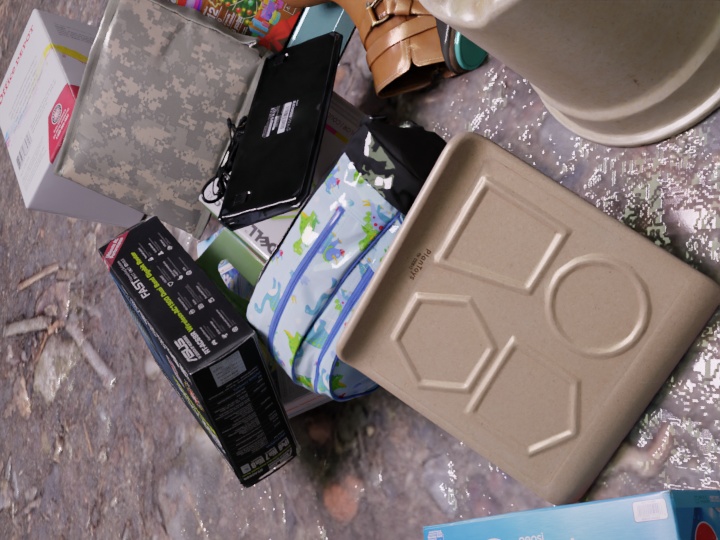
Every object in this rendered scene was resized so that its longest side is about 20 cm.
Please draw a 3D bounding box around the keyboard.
[{"bbox_3d":[-0.064,-0.107,0.778,0.103,0.040,0.202,-12,46,25],"label":"keyboard"}]

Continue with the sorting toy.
[{"bbox_3d":[0.106,0.034,0.644,0.198,0.036,0.187,32,110,6],"label":"sorting toy"}]

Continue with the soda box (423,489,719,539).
[{"bbox_3d":[0.135,0.186,0.627,0.199,0.067,0.065,-22,67,43],"label":"soda box"}]

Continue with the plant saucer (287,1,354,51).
[{"bbox_3d":[-0.056,-0.197,0.942,0.070,0.019,0.202,47,118,41],"label":"plant saucer"}]

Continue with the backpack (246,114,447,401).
[{"bbox_3d":[0.000,0.000,0.739,0.199,0.163,0.155,-39,77,20],"label":"backpack"}]

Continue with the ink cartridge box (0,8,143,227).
[{"bbox_3d":[-0.321,-0.177,1.133,0.146,0.143,0.201,-53,49,27],"label":"ink cartridge box"}]

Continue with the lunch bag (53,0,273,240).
[{"bbox_3d":[-0.188,-0.163,0.947,0.118,0.162,0.202,-83,19,-62],"label":"lunch bag"}]

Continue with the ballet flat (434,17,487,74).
[{"bbox_3d":[0.091,-0.241,0.735,0.068,0.068,0.202,17,77,35],"label":"ballet flat"}]

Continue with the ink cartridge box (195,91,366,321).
[{"bbox_3d":[-0.067,-0.059,0.827,0.104,0.059,0.200,39,87,28],"label":"ink cartridge box"}]

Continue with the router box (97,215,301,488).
[{"bbox_3d":[-0.139,0.066,0.826,0.200,0.062,0.151,43,158,43],"label":"router box"}]

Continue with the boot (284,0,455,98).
[{"bbox_3d":[0.008,-0.220,0.826,0.198,0.073,0.157,-15,77,38],"label":"boot"}]

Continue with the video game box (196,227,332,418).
[{"bbox_3d":[-0.078,0.036,0.904,0.181,0.046,0.203,-27,64,39],"label":"video game box"}]

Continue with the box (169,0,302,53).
[{"bbox_3d":[-0.100,-0.315,0.925,0.202,0.135,0.039,-60,13,21],"label":"box"}]

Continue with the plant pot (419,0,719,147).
[{"bbox_3d":[0.135,-0.197,0.612,0.199,0.182,0.204,-10,75,45],"label":"plant pot"}]
